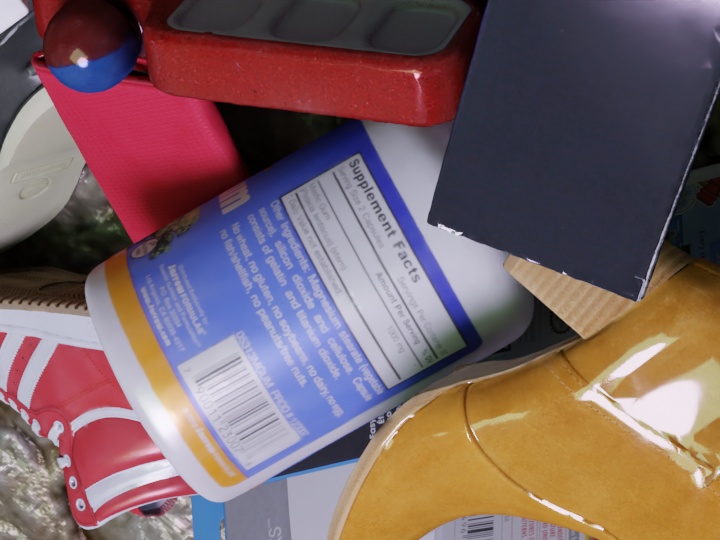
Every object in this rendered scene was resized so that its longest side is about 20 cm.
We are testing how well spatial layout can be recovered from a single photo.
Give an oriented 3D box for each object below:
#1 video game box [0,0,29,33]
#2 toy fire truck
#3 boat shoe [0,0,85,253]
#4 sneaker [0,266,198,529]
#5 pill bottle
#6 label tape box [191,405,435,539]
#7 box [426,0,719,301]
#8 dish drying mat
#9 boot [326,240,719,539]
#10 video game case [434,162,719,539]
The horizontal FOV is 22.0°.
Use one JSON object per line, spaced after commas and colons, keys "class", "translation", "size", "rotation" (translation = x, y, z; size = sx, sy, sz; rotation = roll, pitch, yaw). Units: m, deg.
{"class": "video game box", "translation": [-0.207, -0.179, 0.719], "size": [0.047, 0.182, 0.200], "rotation": [-35, 107, 0]}
{"class": "toy fire truck", "translation": [-0.034, -0.114, 0.685], "size": [0.200, 0.168, 0.112], "rotation": [10, 126, 19]}
{"class": "boat shoe", "translation": [-0.169, -0.058, 0.858], "size": [0.201, 0.074, 0.063], "rotation": [-44, 71, 46]}
{"class": "sneaker", "translation": [-0.143, 0.059, 0.888], "size": [0.200, 0.071, 0.113], "rotation": [6, 108, 40]}
{"class": "pill bottle", "translation": [0.000, 0.000, 0.751], "size": [0.200, 0.112, 0.112], "rotation": [-30, 111, 2]}
{"class": "label tape box", "translation": [-0.019, 0.124, 0.867], "size": [0.200, 0.144, 0.063], "rotation": [-17, 160, 31]}
{"class": "box", "translation": [0.098, -0.108, 0.610], "size": [0.079, 0.200, 0.141], "rotation": [18, 128, 9]}
{"class": "dish drying mat", "translation": [-0.075, -0.030, 0.810], "size": [0.077, 0.018, 0.200], "rotation": [10, 151, 20]}
{"class": "boot", "translation": [0.083, 0.081, 0.679], "size": [0.144, 0.071, 0.201], "rotation": [41, 121, 14]}
{"class": "video game case", "translation": [0.112, 0.057, 0.739], "size": [0.182, 0.200, 0.023], "rotation": [-14, 149, 31]}
